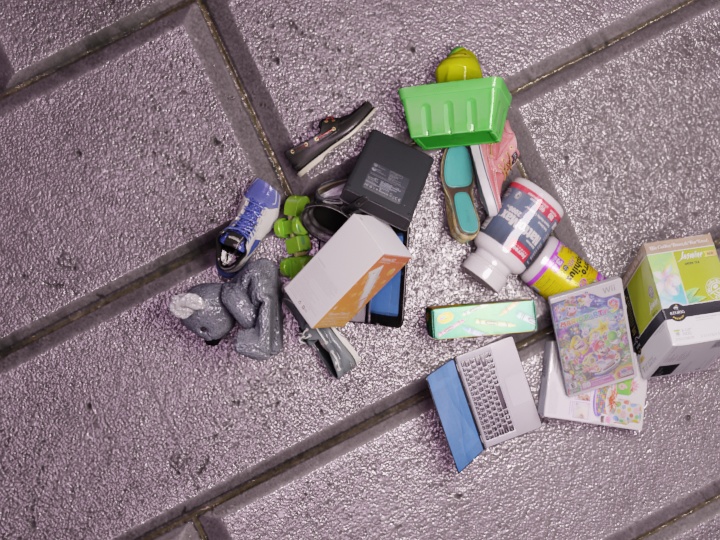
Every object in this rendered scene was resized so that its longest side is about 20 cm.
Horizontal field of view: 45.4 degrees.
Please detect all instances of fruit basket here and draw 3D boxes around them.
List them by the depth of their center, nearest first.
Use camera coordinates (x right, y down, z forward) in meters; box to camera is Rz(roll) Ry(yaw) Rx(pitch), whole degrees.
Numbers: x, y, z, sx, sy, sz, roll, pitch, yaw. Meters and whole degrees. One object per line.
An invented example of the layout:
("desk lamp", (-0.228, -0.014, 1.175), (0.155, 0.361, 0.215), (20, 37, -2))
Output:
("fruit basket", (0.182, -0.341, 1.626), (0.211, 0.155, 0.221), (-3, 82, 20))

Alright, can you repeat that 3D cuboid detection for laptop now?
("laptop", (0.240, 0.252, 1.648), (0.196, 0.116, 0.191), (-19, 91, -1))

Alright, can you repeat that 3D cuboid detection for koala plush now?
("koala plush", (-0.252, 0.070, 1.618), (0.195, 0.177, 0.189), (0, 88, 5))

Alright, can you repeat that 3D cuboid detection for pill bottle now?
("pill bottle", (0.287, -0.063, 1.650), (0.119, 0.120, 0.202), (36, 89, -1))
("pill bottle", (0.413, 0.033, 1.659), (0.199, 0.104, 0.105), (38, 89, -1))

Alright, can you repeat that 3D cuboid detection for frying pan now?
("frying pan", (-0.051, -0.108, 1.584), (0.113, 0.191, 0.031), (21, 57, 2))

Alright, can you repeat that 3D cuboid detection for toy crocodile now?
("toy crocodile", (-0.119, -0.045, 1.674), (0.067, 0.061, 0.205), (-7, 91, 40))

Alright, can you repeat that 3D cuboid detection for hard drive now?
("hard drive", (0.054, -0.176, 1.625), (0.137, 0.033, 0.202), (25, 46, -1))

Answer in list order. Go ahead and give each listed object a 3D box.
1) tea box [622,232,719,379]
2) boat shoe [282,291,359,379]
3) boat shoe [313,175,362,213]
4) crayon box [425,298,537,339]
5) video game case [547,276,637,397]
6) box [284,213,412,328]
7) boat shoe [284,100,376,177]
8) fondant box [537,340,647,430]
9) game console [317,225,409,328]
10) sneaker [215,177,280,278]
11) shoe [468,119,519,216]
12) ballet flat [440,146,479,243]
("tea box", (0.580, 0.069, 1.586), (0.130, 0.201, 0.201), (-9, 67, -1))
("boat shoe", (-0.086, 0.123, 1.657), (0.200, 0.073, 0.062), (48, 67, -7))
("boat shoe", (0.007, -0.153, 1.659), (0.196, 0.061, 0.077), (-19, 59, -8))
("crayon box", (0.228, 0.092, 1.647), (0.195, 0.119, 0.060), (-5, 90, -1))
("video game case", (0.436, 0.126, 1.613), (0.140, 0.018, 0.204), (-16, 106, -2))
("box", (-0.022, 0.004, 1.577), (0.200, 0.124, 0.098), (-46, 69, 20))
("boat shoe", (-0.058, -0.266, 1.666), (0.200, 0.074, 0.064), (-37, 98, 3))
("fondant box", (0.453, 0.222, 1.678), (0.195, 0.058, 0.148), (8, 86, 0))
("game console", (0.000, 0.000, 1.645), (0.171, 0.116, 0.205), (4, 89, -1))
("sneaker", (-0.218, -0.075, 1.641), (0.079, 0.115, 0.202), (27, 89, -2))
("shoe", (0.262, -0.201, 1.641), (0.089, 0.072, 0.204), (-12, 60, 5))
("ballet flat", (0.188, -0.147, 1.669), (0.069, 0.071, 0.205), (-6, 70, -1))
